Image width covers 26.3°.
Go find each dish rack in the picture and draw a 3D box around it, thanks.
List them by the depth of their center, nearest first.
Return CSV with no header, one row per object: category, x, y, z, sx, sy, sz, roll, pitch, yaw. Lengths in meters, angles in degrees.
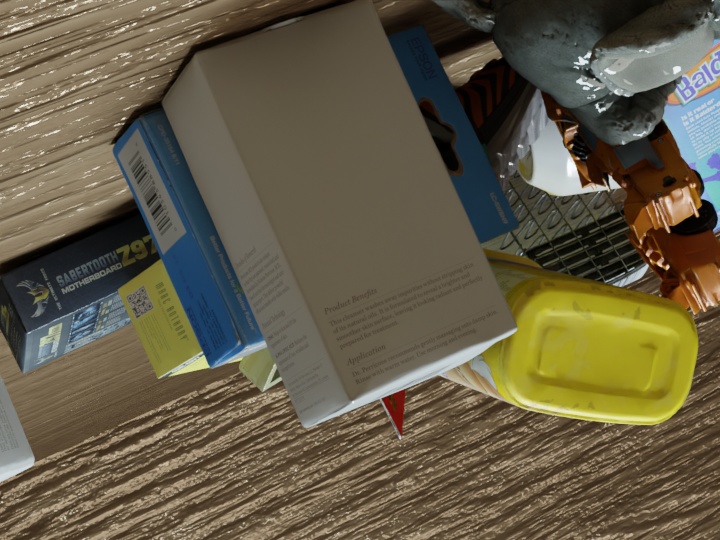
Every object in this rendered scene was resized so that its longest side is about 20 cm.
dish rack,0.163,-0.066,1.345,0.153,0.201,0.055,-22,160,-27

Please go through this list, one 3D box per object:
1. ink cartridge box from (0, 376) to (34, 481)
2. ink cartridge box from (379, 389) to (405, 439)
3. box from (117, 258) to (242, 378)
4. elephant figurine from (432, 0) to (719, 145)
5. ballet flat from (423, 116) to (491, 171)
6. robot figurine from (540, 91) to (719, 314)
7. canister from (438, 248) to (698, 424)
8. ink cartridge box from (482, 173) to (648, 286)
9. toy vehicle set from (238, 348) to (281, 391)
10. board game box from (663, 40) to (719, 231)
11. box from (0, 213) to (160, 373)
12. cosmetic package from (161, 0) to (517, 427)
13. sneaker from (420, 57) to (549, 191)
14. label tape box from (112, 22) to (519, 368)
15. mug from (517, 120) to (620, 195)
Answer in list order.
ink cartridge box,-0.282,0.069,0.844,0.084,0.147,0.200,-25,174,16
ink cartridge box,0.017,0.032,1.393,0.043,0.174,0.200,-26,-163,12
box,-0.094,0.027,1.145,0.050,0.076,0.200,-30,172,24
elephant figurine,0.169,-0.159,0.832,0.155,0.142,0.200,-39,-173,-25
ballet flat,-0.009,-0.079,0.996,0.198,0.069,0.068,8,-159,10
robot figurine,0.173,-0.067,0.989,0.058,0.145,0.200,-29,-144,4
canister,0.098,0.036,0.974,0.148,0.087,0.200,9,-177,-26
ink cartridge box,0.127,-0.041,1.381,0.195,0.200,0.043,-22,148,-28
toy vehicle set,0.000,0.000,1.139,0.200,0.026,0.125,-30,153,-47
board game box,0.277,-0.128,1.094,0.151,0.045,0.200,-31,140,6
box,-0.197,0.012,1.184,0.157,0.051,0.200,-26,174,-16
cosmetic package,-0.013,-0.031,0.827,0.112,0.201,0.081,-20,172,-25
sneaker,0.069,-0.119,1.072,0.201,0.111,0.078,-56,161,-29
label tape box,-0.025,-0.047,0.914,0.199,0.145,0.063,-22,174,-29
mug,0.195,-0.113,1.216,0.152,0.188,0.150,-16,-144,-8
